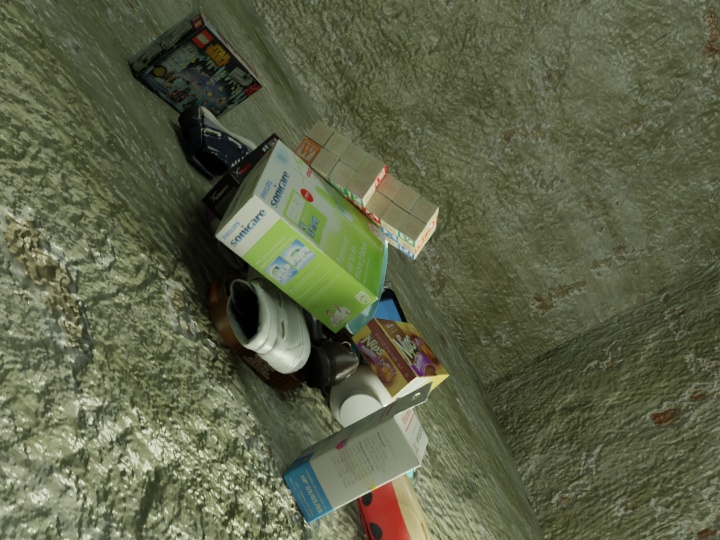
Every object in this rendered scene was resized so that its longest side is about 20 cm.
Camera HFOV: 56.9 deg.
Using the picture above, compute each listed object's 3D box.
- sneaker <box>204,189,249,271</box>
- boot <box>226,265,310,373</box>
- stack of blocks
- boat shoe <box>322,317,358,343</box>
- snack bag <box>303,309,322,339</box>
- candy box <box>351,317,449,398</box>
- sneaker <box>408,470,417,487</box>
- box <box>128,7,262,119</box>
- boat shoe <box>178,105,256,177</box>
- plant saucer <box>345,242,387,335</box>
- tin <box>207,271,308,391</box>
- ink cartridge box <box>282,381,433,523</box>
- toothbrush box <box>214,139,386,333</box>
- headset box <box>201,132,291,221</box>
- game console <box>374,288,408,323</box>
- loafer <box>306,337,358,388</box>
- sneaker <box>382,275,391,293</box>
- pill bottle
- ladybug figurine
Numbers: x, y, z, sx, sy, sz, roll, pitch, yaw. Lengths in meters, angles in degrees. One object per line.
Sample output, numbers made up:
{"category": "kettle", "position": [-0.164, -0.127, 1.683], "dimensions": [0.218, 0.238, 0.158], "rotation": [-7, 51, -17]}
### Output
{"category": "sneaker", "position": [-0.163, -0.036, 1.027], "dimensions": [0.200, 0.072, 0.116], "rotation": [29, 35, -53]}
{"category": "boot", "position": [-0.122, 0.028, 0.826], "dimensions": [0.095, 0.073, 0.202], "rotation": [42, 17, -45]}
{"category": "stack of blocks", "position": [0.010, -0.108, 0.911], "dimensions": [0.199, 0.059, 0.115], "rotation": [35, -9, 11]}
{"category": "boat shoe", "position": [-0.042, 0.098, 1.181], "dimensions": [0.200, 0.069, 0.072], "rotation": [149, -67, -83]}
{"category": "snack bag", "position": [-0.096, 0.002, 1.135], "dimensions": [0.202, 0.021, 0.191], "rotation": [97, -23, -54]}
{"category": "candy box", "position": [0.069, 0.143, 1.093], "dimensions": [0.117, 0.056, 0.200], "rotation": [54, 12, 20]}
{"category": "sneaker", "position": [0.071, 0.328, 1.126], "dimensions": [0.200, 0.090, 0.079], "rotation": [46, 18, -56]}
{"category": "box", "position": [-0.263, -0.322, 1.090], "dimensions": [0.040, 0.136, 0.200], "rotation": [60, 10, 20]}
{"category": "boat shoe", "position": [-0.227, -0.185, 1.119], "dimensions": [0.199, 0.074, 0.094], "rotation": [31, 36, -56]}
{"category": "plant saucer", "position": [0.000, 0.000, 1.053], "dimensions": [0.200, 0.027, 0.205], "rotation": [9, 90, -71]}
{"category": "tin", "position": [-0.137, 0.085, 0.898], "dimensions": [0.201, 0.041, 0.113], "rotation": [52, 17, -40]}
{"category": "ink cartridge box", "position": [0.016, 0.221, 0.821], "dimensions": [0.069, 0.198, 0.115], "rotation": [60, 10, 4]}
{"category": "toothbrush box", "position": [-0.068, -0.044, 0.845], "dimensions": [0.199, 0.086, 0.147], "rotation": [39, 31, -18]}
{"category": "headset box", "position": [-0.110, -0.079, 0.973], "dimensions": [0.200, 0.077, 0.149], "rotation": [47, 37, -9]}
{"category": "game console", "position": [0.027, 0.114, 1.415], "dimensions": [0.171, 0.117, 0.202], "rotation": [45, 18, -58]}
{"category": "loafer", "position": [-0.044, 0.138, 0.979], "dimensions": [0.200, 0.070, 0.075], "rotation": [-176, -99, -79]}
{"category": "sneaker", "position": [-0.022, 0.015, 1.235], "dimensions": [0.199, 0.138, 0.079], "rotation": [22, -68, 50]}
{"category": "pill bottle", "position": [0.006, 0.194, 1.107], "dimensions": [0.112, 0.110, 0.200], "rotation": [58, 11, -11]}
{"category": "ladybug figurine", "position": [0.043, 0.344, 0.906], "dimensions": [0.136, 0.071, 0.204], "rotation": [180, -108, -74]}
